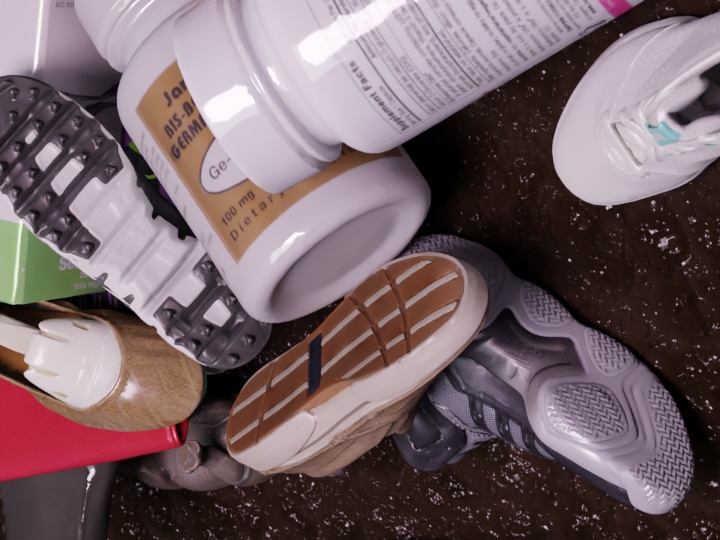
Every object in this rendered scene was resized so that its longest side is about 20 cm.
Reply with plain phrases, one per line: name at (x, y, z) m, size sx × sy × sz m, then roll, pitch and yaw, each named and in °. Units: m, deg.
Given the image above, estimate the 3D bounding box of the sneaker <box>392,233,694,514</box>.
sneaker at (0.086, 0.077, 1.095) m, size 0.200 × 0.075 × 0.114 m, roll 41°, pitch 137°, yaw 18°

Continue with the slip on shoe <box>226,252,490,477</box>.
slip on shoe at (0.008, 0.057, 1.063) m, size 0.060 × 0.076 × 0.200 m, roll 28°, pitch 134°, yaw -26°

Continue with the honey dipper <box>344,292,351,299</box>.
honey dipper at (0.000, 0.000, 1.141) m, size 0.038 × 0.038 × 0.201 m, roll 25°, pitch 128°, yaw 24°

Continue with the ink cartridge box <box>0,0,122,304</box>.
ink cartridge box at (-0.213, -0.096, 1.164) m, size 0.145 × 0.084 × 0.202 m, roll 14°, pitch 102°, yaw 32°

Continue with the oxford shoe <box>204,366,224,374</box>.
oxford shoe at (-0.161, 0.030, 1.276) m, size 0.199 × 0.058 × 0.076 m, roll 16°, pitch 125°, yaw 30°

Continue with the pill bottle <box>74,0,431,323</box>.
pill bottle at (-0.061, -0.084, 1.057) m, size 0.201 × 0.114 × 0.115 m, roll 55°, pitch 139°, yaw 18°

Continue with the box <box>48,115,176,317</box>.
box at (-0.157, -0.026, 1.207) m, size 0.199 × 0.036 × 0.144 m, roll 2°, pitch 99°, yaw 35°

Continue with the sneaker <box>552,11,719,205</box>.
sneaker at (0.147, -0.076, 0.927) m, size 0.075 × 0.088 × 0.200 m, roll 53°, pitch 137°, yaw -5°

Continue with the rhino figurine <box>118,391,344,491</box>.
rhino figurine at (-0.080, 0.103, 1.246) m, size 0.199 × 0.087 × 0.060 m, roll -7°, pitch 75°, yaw 41°

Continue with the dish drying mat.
dish drying mat at (-0.185, 0.080, 1.199) m, size 0.199 × 0.018 × 0.077 m, roll -12°, pitch 81°, yaw 31°

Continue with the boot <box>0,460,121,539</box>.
boot at (-0.223, 0.116, 1.266) m, size 0.199 × 0.077 × 0.140 m, roll 5°, pitch 85°, yaw 46°

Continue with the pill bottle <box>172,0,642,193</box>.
pill bottle at (0.021, -0.124, 0.921) m, size 0.199 × 0.113 × 0.114 m, roll -29°, pitch 99°, yaw 16°

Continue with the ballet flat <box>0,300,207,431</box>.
ballet flat at (-0.179, 0.042, 1.144) m, size 0.199 × 0.072 × 0.068 m, roll 20°, pitch 88°, yaw 35°

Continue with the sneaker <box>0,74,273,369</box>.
sneaker at (-0.133, -0.024, 1.099) m, size 0.200 × 0.067 × 0.090 m, roll 43°, pitch 173°, yaw -9°
